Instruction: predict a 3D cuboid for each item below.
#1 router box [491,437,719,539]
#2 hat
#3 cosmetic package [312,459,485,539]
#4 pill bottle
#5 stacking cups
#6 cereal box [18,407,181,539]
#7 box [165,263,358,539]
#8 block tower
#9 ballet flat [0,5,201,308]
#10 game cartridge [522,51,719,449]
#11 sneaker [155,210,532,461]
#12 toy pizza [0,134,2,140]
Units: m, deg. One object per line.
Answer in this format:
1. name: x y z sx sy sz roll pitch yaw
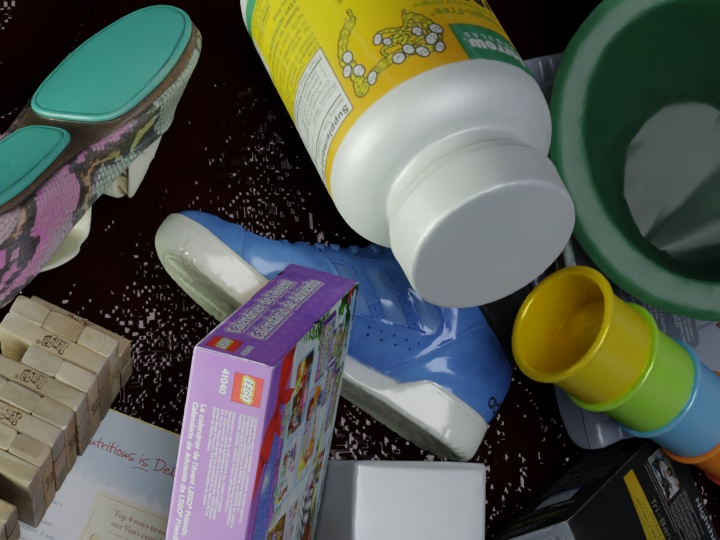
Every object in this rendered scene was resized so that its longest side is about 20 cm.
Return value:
1. router box: 0.150 0.196 1.013 0.157 0.052 0.201 -27 94 -60
2. hat: 0.170 -0.046 1.050 0.164 0.176 0.202 -10 87 -4
3. cosmetic package: 0.011 0.195 0.988 0.071 0.101 0.202 3 84 -18
4. pill bottle: 0.024 -0.083 0.968 0.112 0.113 0.201 -12 51 -19
5. stacking cups: 0.156 0.070 1.002 0.200 0.060 0.061 36 73 -38
6. cereal box: -0.160 0.152 0.923 0.143 0.040 0.201 21 62 4
7. box: -0.051 0.111 0.920 0.039 0.137 0.202 14 108 11
8. block tower: -0.174 0.103 0.893 0.057 0.054 0.201 23 62 8
9. ballet flat: -0.139 -0.052 0.972 0.200 0.069 0.072 -53 143 -43
10. game cartridge: 0.139 -0.019 1.059 0.133 0.040 0.202 -15 94 -41
11. sneaker: 0.000 0.000 1.017 0.199 0.077 0.112 33 76 -12
12. toy pizza: -0.259 -0.032 0.935 0.199 0.032 0.202 2 82 -18
